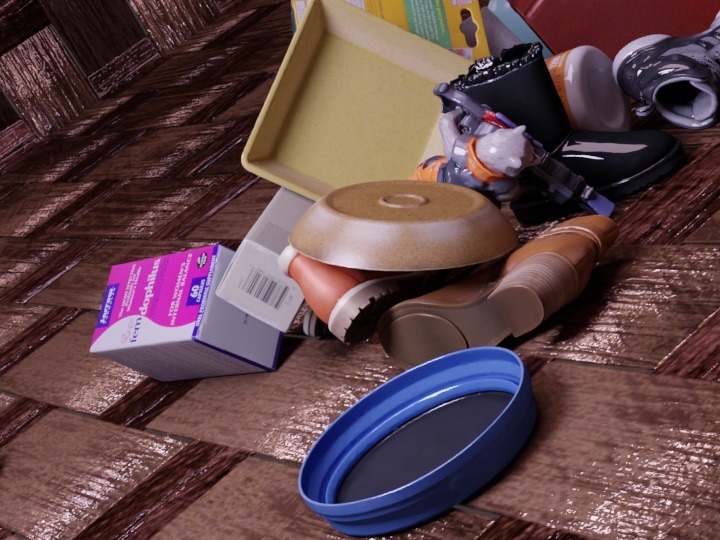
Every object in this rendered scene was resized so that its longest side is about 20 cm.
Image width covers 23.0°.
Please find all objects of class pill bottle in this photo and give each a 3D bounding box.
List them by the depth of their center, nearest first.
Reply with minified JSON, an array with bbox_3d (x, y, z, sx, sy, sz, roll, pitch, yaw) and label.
[{"bbox_3d":[0.168,-0.150,1.817,0.200,0.112,0.112,-17,22,36],"label":"pill bottle"}]

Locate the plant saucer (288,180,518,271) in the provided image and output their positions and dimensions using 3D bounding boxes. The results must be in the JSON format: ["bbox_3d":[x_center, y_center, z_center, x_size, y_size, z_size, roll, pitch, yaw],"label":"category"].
[{"bbox_3d":[0.037,-0.045,1.528,0.200,0.035,0.200,-1,17,0],"label":"plant saucer"}]

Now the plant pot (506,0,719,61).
[{"bbox_3d":[0.276,-0.300,1.951,0.176,0.200,0.200,-42,16,8],"label":"plant pot"}]

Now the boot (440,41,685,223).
[{"bbox_3d":[0.188,-0.141,1.681,0.198,0.163,0.073,-18,20,32],"label":"boot"}]

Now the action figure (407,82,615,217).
[{"bbox_3d":[0.125,-0.071,1.641,0.105,0.200,0.193,-57,-1,-27],"label":"action figure"}]

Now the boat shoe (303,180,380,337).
[{"bbox_3d":[0.000,0.000,1.700,0.200,0.062,0.075,-58,4,38],"label":"boat shoe"}]

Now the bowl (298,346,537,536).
[{"bbox_3d":[0.047,0.133,1.374,0.201,0.039,0.201,-28,18,10],"label":"bowl"}]

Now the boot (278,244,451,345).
[{"bbox_3d":[0.007,0.001,1.600,0.075,0.107,0.200,-58,-23,20],"label":"boot"}]

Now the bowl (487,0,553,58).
[{"bbox_3d":[0.237,-0.327,2.197,0.201,0.105,0.201,-28,17,9],"label":"bowl"}]

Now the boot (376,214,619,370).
[{"bbox_3d":[0.120,0.014,1.529,0.200,0.077,0.155,-29,8,42],"label":"boot"}]

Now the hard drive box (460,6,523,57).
[{"bbox_3d":[0.081,-0.179,1.973,0.200,0.077,0.156,-37,-18,-18],"label":"hard drive box"}]

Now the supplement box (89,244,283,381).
[{"bbox_3d":[-0.173,0.047,1.802,0.200,0.103,0.101,-11,61,50],"label":"supplement box"}]

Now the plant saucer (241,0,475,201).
[{"bbox_3d":[0.002,-0.150,1.781,0.200,0.200,0.048,-67,9,-11],"label":"plant saucer"}]

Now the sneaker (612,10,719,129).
[{"bbox_3d":[0.352,-0.197,1.728,0.200,0.076,0.114,-17,34,7],"label":"sneaker"}]

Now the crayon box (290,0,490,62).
[{"bbox_3d":[0.032,-0.235,1.880,0.200,0.052,0.126,-6,57,-4],"label":"crayon box"}]

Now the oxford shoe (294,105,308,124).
[{"bbox_3d":[-0.006,-0.107,1.838,0.073,0.200,0.071,-10,40,45],"label":"oxford shoe"}]

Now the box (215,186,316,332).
[{"bbox_3d":[-0.070,-0.019,1.705,0.068,0.082,0.200,-61,0,22],"label":"box"}]
